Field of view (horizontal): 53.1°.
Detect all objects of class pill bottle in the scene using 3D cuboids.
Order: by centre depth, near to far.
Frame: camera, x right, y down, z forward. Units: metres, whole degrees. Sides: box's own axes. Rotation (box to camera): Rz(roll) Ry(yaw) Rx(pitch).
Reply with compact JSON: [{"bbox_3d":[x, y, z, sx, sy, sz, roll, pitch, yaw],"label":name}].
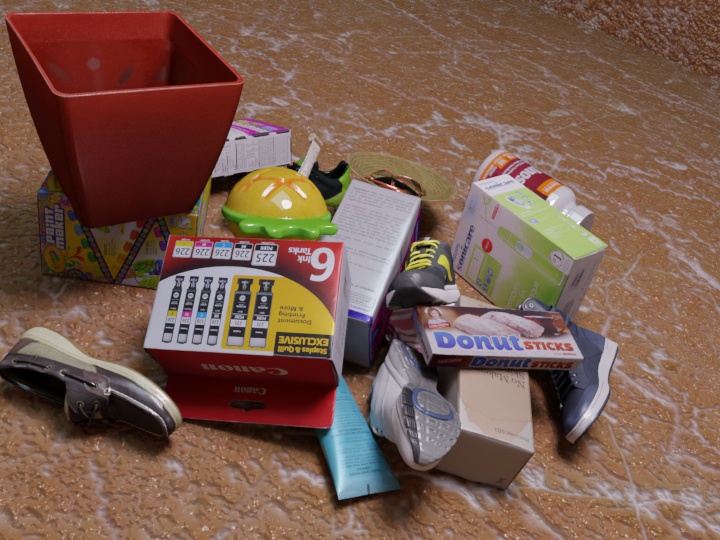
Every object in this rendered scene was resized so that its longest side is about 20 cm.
[{"bbox_3d":[0.290,-0.111,1.223,0.199,0.115,0.112,37,40,28],"label":"pill bottle"}]

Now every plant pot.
[{"bbox_3d":[-0.267,-0.167,0.816,0.196,0.179,0.200,-14,45,-33],"label":"plant pot"}]

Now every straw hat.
[{"bbox_3d":[0.054,-0.114,1.159,0.196,0.087,0.202,14,24,-6],"label":"straw hat"}]

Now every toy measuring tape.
[{"bbox_3d":[-0.111,-0.104,1.008,0.072,0.074,0.204,16,64,3],"label":"toy measuring tape"}]

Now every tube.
[{"bbox_3d":[-0.028,0.157,0.793,0.076,0.051,0.202,-3,43,-29],"label":"tube"}]

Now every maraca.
[{"bbox_3d":[-0.097,-0.065,0.863,0.133,0.110,0.200,-3,16,-15],"label":"maraca"}]

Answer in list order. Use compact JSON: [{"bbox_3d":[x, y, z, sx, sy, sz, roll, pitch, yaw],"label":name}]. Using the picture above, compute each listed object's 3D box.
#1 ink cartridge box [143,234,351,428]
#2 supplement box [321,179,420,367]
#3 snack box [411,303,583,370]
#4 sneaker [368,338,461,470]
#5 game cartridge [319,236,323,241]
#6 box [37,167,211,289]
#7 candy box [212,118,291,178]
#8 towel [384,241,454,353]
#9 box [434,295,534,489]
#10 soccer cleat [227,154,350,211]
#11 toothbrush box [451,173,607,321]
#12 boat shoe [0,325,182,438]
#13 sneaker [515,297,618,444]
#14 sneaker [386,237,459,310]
[{"bbox_3d":[-0.115,0.063,0.762,0.194,0.084,0.180,2,63,6],"label":"ink cartridge box"},{"bbox_3d":[0.000,0.000,0.905,0.101,0.102,0.203,14,55,12],"label":"supplement box"},{"bbox_3d":[0.156,0.077,0.822,0.195,0.025,0.073,4,44,-21],"label":"snack box"},{"bbox_3d":[0.050,0.154,0.765,0.074,0.088,0.201,31,15,-12],"label":"sneaker"},{"bbox_3d":[-0.098,-0.032,1.037,0.127,0.039,0.201,-9,42,-25],"label":"game cartridge"},{"bbox_3d":[-0.302,-0.092,0.959,0.187,0.124,0.202,9,36,-10],"label":"box"},{"bbox_3d":[-0.226,-0.196,1.157,0.197,0.063,0.135,-16,27,-38],"label":"candy box"},{"bbox_3d":[0.074,0.038,0.982,0.144,0.030,0.202,-11,53,-34],"label":"towel"},{"bbox_3d":[0.140,0.135,0.832,0.093,0.079,0.203,17,41,-8],"label":"box"},{"bbox_3d":[-0.104,-0.130,1.073,0.196,0.083,0.068,-7,32,-30],"label":"soccer cleat"},{"bbox_3d":[0.236,-0.023,1.053,0.085,0.148,0.200,-15,45,-36],"label":"toothbrush box"},{"bbox_3d":[-0.273,0.126,0.726,0.196,0.074,0.065,21,46,14],"label":"boat shoe"},{"bbox_3d":[0.240,0.118,0.905,0.144,0.078,0.202,33,33,7],"label":"sneaker"},{"bbox_3d":[0.073,0.002,0.881,0.072,0.087,0.200,-6,-3,15],"label":"sneaker"}]
